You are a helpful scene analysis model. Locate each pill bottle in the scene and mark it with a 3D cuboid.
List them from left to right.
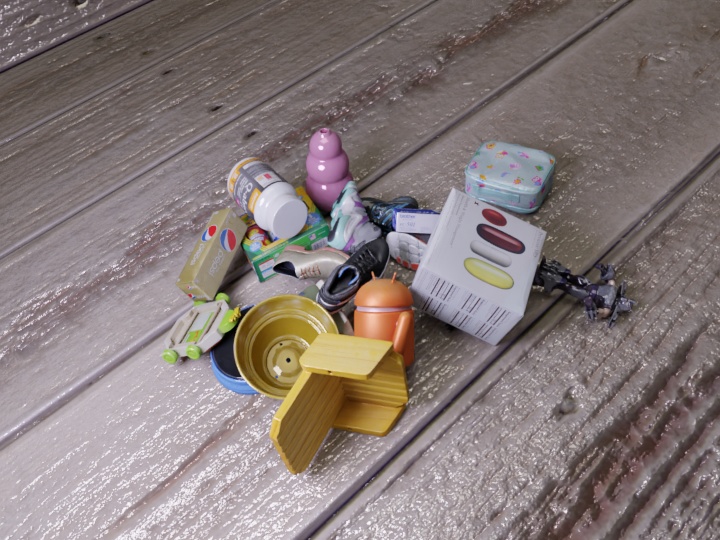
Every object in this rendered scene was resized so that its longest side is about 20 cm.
[{"bbox_3d":[-0.209,-0.163,1.295,0.115,0.118,0.199,-34,50,-18],"label":"pill bottle"}]

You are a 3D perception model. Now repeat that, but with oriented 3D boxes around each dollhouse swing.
[{"bbox_3d":[-0.026,0.238,0.943,0.176,0.203,0.179,5,49,16],"label":"dollhouse swing"}]

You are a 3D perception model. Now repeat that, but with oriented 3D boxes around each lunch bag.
[{"bbox_3d":[0.344,-0.219,1.349,0.195,0.078,0.162,19,57,27],"label":"lunch bag"}]

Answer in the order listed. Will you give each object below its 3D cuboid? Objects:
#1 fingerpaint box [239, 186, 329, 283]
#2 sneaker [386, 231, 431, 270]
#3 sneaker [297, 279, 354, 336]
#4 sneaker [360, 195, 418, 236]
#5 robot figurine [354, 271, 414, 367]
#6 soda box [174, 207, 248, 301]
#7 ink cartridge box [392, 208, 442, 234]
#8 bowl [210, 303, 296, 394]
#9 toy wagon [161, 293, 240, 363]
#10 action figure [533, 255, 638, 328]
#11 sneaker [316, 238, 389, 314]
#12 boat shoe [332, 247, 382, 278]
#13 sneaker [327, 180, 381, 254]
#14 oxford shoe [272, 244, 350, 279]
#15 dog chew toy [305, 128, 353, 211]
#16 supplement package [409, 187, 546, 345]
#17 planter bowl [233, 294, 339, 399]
[{"bbox_3d":[-0.187,-0.090,1.355,0.196,0.075,0.168,-27,48,-11],"label":"fingerpaint box"},{"bbox_3d":[0.152,-0.048,1.259,0.195,0.079,0.082,17,33,19],"label":"sneaker"},{"bbox_3d":[-0.080,0.103,1.168,0.088,0.068,0.201,-23,41,-12],"label":"sneaker"},{"bbox_3d":[0.041,-0.122,1.333,0.193,0.074,0.084,-9,46,5],"label":"sneaker"},{"bbox_3d":[0.045,0.105,1.053,0.113,0.144,0.208,-1,91,11],"label":"robot figurine"},{"bbox_3d":[-0.323,-0.035,1.257,0.062,0.068,0.204,-6,51,34],"label":"soda box"},{"bbox_3d":[0.170,-0.106,1.253,0.193,0.046,0.094,2,12,-3],"label":"ink cartridge box"},{"bbox_3d":[-0.214,0.153,1.172,0.194,0.040,0.205,-6,48,7],"label":"bowl"},{"bbox_3d":[-0.318,0.117,1.182,0.195,0.040,0.157,-12,38,29],"label":"toy wagon"},{"bbox_3d":[0.436,0.036,1.112,0.195,0.071,0.131,21,47,23],"label":"action figure"},{"bbox_3d":[0.000,0.000,1.110,0.073,0.112,0.200,43,68,3],"label":"sneaker"},{"bbox_3d":[-0.001,0.014,1.230,0.071,0.063,0.198,-38,52,-21],"label":"boat shoe"},{"bbox_3d":[0.003,-0.099,1.274,0.137,0.078,0.204,28,46,-19],"label":"sneaker"},{"bbox_3d":[-0.099,-0.004,1.219,0.195,0.073,0.074,4,35,32],"label":"oxford shoe"},{"bbox_3d":[-0.078,-0.244,1.376,0.120,0.204,0.127,-2,44,2],"label":"dog chew toy"},{"bbox_3d":[0.216,-0.006,1.088,0.195,0.148,0.195,24,61,3],"label":"supplement package"},{"bbox_3d":[-0.136,0.155,1.077,0.193,0.084,0.206,3,60,-5],"label":"planter bowl"}]
